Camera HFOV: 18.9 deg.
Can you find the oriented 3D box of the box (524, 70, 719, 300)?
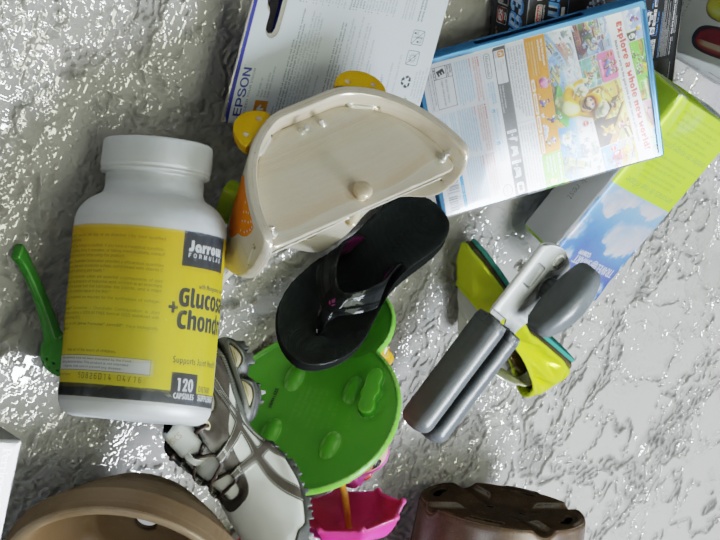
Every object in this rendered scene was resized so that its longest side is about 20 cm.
[{"bbox_3d":[0.231,-0.072,1.901,0.200,0.048,0.122,-51,147,13],"label":"box"}]

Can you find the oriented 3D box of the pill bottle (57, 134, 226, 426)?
[{"bbox_3d":[-0.154,0.008,1.554,0.112,0.112,0.201,10,83,-45],"label":"pill bottle"}]

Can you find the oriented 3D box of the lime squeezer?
[{"bbox_3d":[-0.203,0.054,1.618,0.200,0.038,0.071,34,53,-45],"label":"lime squeezer"}]

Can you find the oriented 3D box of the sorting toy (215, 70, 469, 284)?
[{"bbox_3d":[-0.047,-0.046,1.642,0.199,0.107,0.180,-25,160,-34],"label":"sorting toy"}]

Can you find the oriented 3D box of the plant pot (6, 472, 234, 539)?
[{"bbox_3d":[-0.170,0.220,1.645,0.093,0.200,0.202,-79,156,-49],"label":"plant pot"}]

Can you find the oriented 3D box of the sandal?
[{"bbox_3d":[-0.001,-0.001,1.730,0.201,0.075,0.048,-49,166,-33],"label":"sandal"}]

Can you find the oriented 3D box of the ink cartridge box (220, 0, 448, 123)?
[{"bbox_3d":[-0.018,-0.202,1.654,0.199,0.041,0.201,4,107,-43],"label":"ink cartridge box"}]

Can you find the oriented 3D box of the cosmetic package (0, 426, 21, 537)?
[{"bbox_3d":[-0.343,0.151,1.489,0.199,0.090,0.107,3,105,-40],"label":"cosmetic package"}]

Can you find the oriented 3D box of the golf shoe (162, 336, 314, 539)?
[{"bbox_3d":[-0.105,0.145,1.627,0.094,0.201,0.078,0,144,-44],"label":"golf shoe"}]

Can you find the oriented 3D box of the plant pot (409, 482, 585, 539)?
[{"bbox_3d":[0.111,0.302,1.917,0.200,0.200,0.200,-1,103,-42],"label":"plant pot"}]

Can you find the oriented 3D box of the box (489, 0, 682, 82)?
[{"bbox_3d":[0.193,-0.208,1.841,0.198,0.050,0.201,-15,120,-37],"label":"box"}]

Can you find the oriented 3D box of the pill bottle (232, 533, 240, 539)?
[{"bbox_3d":[-0.033,0.291,1.758,0.108,0.200,0.109,-20,122,-35],"label":"pill bottle"}]

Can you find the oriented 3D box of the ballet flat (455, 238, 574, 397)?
[{"bbox_3d":[0.123,0.051,1.893,0.067,0.067,0.200,-40,135,2],"label":"ballet flat"}]

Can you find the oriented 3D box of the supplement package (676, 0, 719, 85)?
[{"bbox_3d":[0.379,-0.205,1.905,0.109,0.200,0.114,23,92,-47],"label":"supplement package"}]

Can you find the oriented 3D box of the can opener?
[{"bbox_3d":[0.115,0.061,1.804,0.200,0.066,0.053,-49,139,2],"label":"can opener"}]

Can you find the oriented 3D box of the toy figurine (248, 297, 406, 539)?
[{"bbox_3d":[-0.015,0.142,1.786,0.184,0.149,0.201,71,35,-52],"label":"toy figurine"}]

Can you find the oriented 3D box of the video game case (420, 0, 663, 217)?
[{"bbox_3d":[0.148,-0.135,1.783,0.199,0.018,0.144,-16,117,-9],"label":"video game case"}]
